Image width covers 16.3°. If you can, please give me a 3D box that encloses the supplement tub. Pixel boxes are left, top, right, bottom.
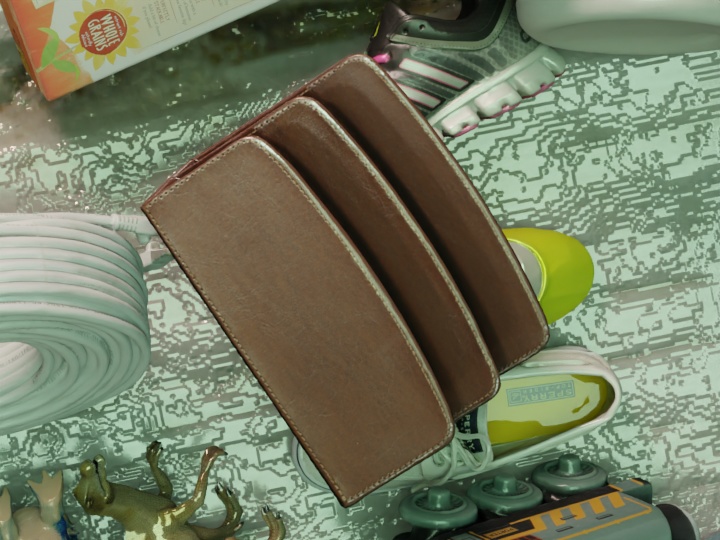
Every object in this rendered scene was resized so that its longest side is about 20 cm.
[{"bbox_3d":[0.161,-0.232,1.433,0.144,0.145,0.202,2,85,-7],"label":"supplement tub"}]

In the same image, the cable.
[{"bbox_3d":[-0.213,0.037,1.394,0.199,0.200,0.070,4,60,-38],"label":"cable"}]

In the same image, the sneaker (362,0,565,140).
[{"bbox_3d":[0.018,-0.108,1.470,0.199,0.074,0.088,-28,97,-9],"label":"sneaker"}]

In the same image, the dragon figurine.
[{"bbox_3d":[-0.170,0.182,1.413,0.059,0.200,0.100,-23,139,-8],"label":"dragon figurine"}]

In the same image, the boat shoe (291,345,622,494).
[{"bbox_3d":[0.060,0.092,1.481,0.200,0.086,0.075,-10,95,-6],"label":"boat shoe"}]

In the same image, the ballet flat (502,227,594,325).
[{"bbox_3d":[0.045,0.012,1.483,0.198,0.067,0.067,-4,92,-6],"label":"ballet flat"}]

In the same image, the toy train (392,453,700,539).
[{"bbox_3d":[0.104,0.166,1.451,0.199,0.114,0.086,-10,110,-38],"label":"toy train"}]

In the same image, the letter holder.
[{"bbox_3d":[0.000,0.000,1.385,0.142,0.101,0.201,-32,97,15],"label":"letter holder"}]

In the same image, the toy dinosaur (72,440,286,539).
[{"bbox_3d":[-0.096,0.171,1.469,0.101,0.058,0.201,-43,109,-24],"label":"toy dinosaur"}]

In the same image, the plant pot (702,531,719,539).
[{"bbox_3d":[0.197,0.279,1.464,0.199,0.196,0.198,-21,96,1],"label":"plant pot"}]

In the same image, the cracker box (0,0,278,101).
[{"bbox_3d":[-0.114,-0.199,1.418,0.199,0.058,0.135,-24,124,-11],"label":"cracker box"}]
